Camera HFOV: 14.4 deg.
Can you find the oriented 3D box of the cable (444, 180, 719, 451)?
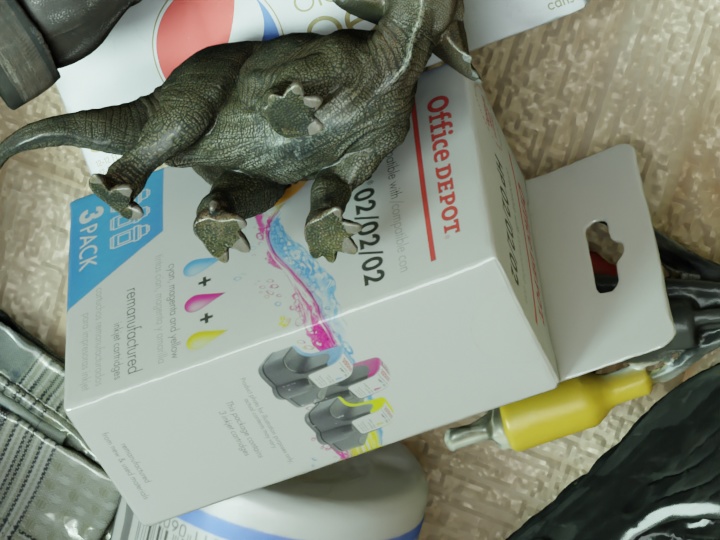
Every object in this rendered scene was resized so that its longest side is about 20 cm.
[{"bbox_3d":[0.124,0.016,1.035,0.199,0.050,0.098,-1,68,12],"label":"cable"}]

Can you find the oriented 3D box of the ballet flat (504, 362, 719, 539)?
[{"bbox_3d":[0.121,0.086,1.061,0.200,0.057,0.067,-36,64,16],"label":"ballet flat"}]

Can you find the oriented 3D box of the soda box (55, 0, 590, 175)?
[{"bbox_3d":[-0.014,-0.098,1.035,0.199,0.064,0.068,-19,98,19],"label":"soda box"}]

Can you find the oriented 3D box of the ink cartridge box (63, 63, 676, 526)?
[{"bbox_3d":[0.000,0.000,0.997,0.199,0.115,0.068,-20,130,11],"label":"ink cartridge box"}]

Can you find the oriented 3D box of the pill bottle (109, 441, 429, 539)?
[{"bbox_3d":[-0.050,0.155,1.084,0.113,0.114,0.201,18,108,11],"label":"pill bottle"}]

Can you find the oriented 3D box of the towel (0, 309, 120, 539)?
[{"bbox_3d":[-0.197,0.089,1.150,0.192,0.035,0.200,35,110,5],"label":"towel"}]

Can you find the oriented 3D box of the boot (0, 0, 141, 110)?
[{"bbox_3d":[-0.078,-0.147,1.021,0.174,0.200,0.069,-31,133,-3],"label":"boot"}]

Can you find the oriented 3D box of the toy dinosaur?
[{"bbox_3d":[-0.032,-0.051,0.976,0.199,0.102,0.077,-21,112,29],"label":"toy dinosaur"}]
